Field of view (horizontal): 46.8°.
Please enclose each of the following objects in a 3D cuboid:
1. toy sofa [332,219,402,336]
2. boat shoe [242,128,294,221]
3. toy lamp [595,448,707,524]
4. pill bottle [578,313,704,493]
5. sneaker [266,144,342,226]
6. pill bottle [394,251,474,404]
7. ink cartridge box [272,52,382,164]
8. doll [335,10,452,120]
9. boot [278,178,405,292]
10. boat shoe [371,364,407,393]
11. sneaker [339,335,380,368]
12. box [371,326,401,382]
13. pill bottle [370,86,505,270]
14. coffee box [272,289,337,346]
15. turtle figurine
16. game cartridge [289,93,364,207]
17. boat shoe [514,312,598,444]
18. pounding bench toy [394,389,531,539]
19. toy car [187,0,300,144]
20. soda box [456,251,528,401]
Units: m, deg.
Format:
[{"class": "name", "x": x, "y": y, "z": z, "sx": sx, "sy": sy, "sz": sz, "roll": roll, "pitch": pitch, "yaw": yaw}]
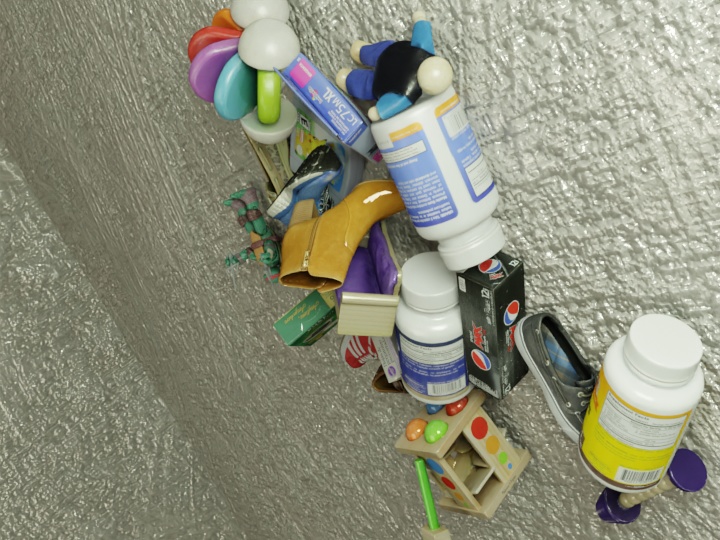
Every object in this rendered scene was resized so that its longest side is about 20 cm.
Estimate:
[{"class": "toy sofa", "x": 0.000, "y": 0.000, "z": 1.189, "sx": 0.201, "sy": 0.081, "sz": 0.100, "roll": -104, "pitch": 20, "yaw": -59}, {"class": "boat shoe", "x": -0.143, "y": -0.156, "z": 1.364, "sx": 0.073, "sy": 0.062, "sz": 0.204, "roll": 41, "pitch": 149, "yaw": 55}, {"class": "toy lamp", "x": 0.363, "y": 0.283, "z": 1.068, "sx": 0.058, "sy": 0.058, "sz": 0.201, "roll": 46, "pitch": 150, "yaw": 14}, {"class": "pill bottle", "x": 0.315, "y": 0.149, "z": 0.934, "sx": 0.109, "sy": 0.108, "sz": 0.203, "roll": 35, "pitch": 140, "yaw": 31}, {"class": "sneaker", "x": -0.066, "y": -0.114, "z": 1.241, "sx": 0.089, "sy": 0.079, "sz": 0.200, "roll": 37, "pitch": 151, "yaw": -8}, {"class": "pill bottle", "x": 0.107, "y": 0.080, "z": 1.182, "sx": 0.119, "sy": 0.119, "sz": 0.203, "roll": 30, "pitch": 142, "yaw": 37}, {"class": "ink cartridge box", "x": -0.028, "y": -0.201, "z": 1.037, "sx": 0.120, "sy": 0.042, "sz": 0.200, "roll": 49, "pitch": -168, "yaw": 11}, {"class": "doll", "x": 0.042, "y": -0.236, "z": 0.966, "sx": 0.048, "sy": 0.139, "sz": 0.199, "roll": 27, "pitch": -178, "yaw": -32}, {"class": "boot", "x": -0.015, "y": -0.042, "z": 1.139, "sx": 0.196, "sy": 0.147, "sz": 0.071, "roll": -10, "pitch": 141, "yaw": 16}, {"class": "boat shoe", "x": 0.084, "y": 0.174, "z": 1.370, "sx": 0.073, "sy": 0.067, "sz": 0.199, "roll": 58, "pitch": 152, "yaw": -7}, {"class": "sneaker", "x": 0.028, "y": 0.131, "z": 1.408, "sx": 0.113, "sy": 0.071, "sz": 0.202, "roll": 45, "pitch": 148, "yaw": 24}, {"class": "box", "x": 0.031, "y": 0.073, "z": 1.306, "sx": 0.038, "sy": 0.041, "sz": 0.204, "roll": -33, "pitch": 73, "yaw": 41}, {"class": "pill bottle", "x": 0.100, "y": -0.108, "z": 1.003, "sx": 0.111, "sy": 0.111, "sz": 0.203, "roll": -1, "pitch": 119, "yaw": 57}, {"class": "coffee box", "x": -0.066, "y": 0.070, "z": 1.354, "sx": 0.044, "sy": 0.122, "sz": 0.200, "roll": 51, "pitch": -177, "yaw": 8}, {"class": "turtle figurine", "x": -0.193, "y": -0.045, "z": 1.537, "sx": 0.148, "sy": 0.100, "sz": 0.204, "roll": -21, "pitch": 88, "yaw": 46}, {"class": "game cartridge", "x": -0.050, "y": -0.184, "z": 1.236, "sx": 0.133, "sy": 0.040, "sz": 0.202, "roll": 39, "pitch": 148, "yaw": 21}, {"class": "boat shoe", "x": 0.272, "y": 0.140, "z": 1.053, "sx": 0.203, "sy": 0.069, "sz": 0.066, "roll": 60, "pitch": 154, "yaw": 7}, {"class": "pounding bench toy", "x": 0.130, "y": 0.297, "z": 1.268, "sx": 0.157, "sy": 0.200, "sz": 0.123, "roll": 51, "pitch": 153, "yaw": -15}, {"class": "toy car", "x": -0.165, "y": -0.283, "z": 1.147, "sx": 0.177, "sy": 0.146, "sz": 0.203, "roll": 99, "pitch": 160, "yaw": -50}, {"class": "soda box", "x": 0.179, "y": 0.072, "z": 1.112, "sx": 0.063, "sy": 0.070, "sz": 0.203, "roll": 26, "pitch": 141, "yaw": 38}]
